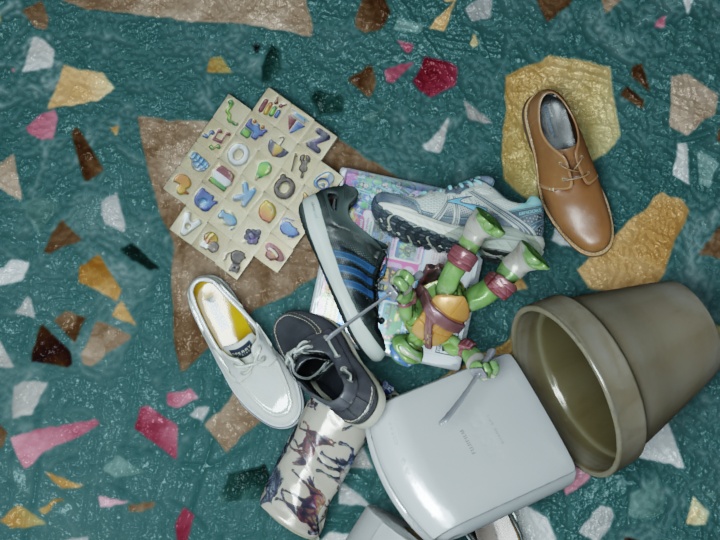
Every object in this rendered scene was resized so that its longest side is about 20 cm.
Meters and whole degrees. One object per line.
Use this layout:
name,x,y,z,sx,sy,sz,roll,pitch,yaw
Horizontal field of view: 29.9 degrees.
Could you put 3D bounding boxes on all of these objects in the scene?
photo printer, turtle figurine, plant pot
photo printer,0.111,0.193,1.453,0.199,0.070,0.167,-18,69,-26
turtle figurine,0.101,0.045,1.407,0.144,0.200,0.194,43,104,15
plant pot,0.289,0.098,1.462,0.173,0.200,0.201,-23,87,-17

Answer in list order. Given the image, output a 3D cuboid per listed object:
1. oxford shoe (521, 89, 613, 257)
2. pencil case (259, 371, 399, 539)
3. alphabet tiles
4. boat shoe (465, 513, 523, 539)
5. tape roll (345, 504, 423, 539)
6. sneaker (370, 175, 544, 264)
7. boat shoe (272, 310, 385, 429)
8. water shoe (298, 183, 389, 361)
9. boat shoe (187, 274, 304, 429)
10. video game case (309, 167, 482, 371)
oxford shoe,0.234,-0.109,1.520,0.071,0.071,0.201,-23,89,-3
pencil case,-0.036,0.200,1.496,0.089,0.078,0.201,29,87,-12
alphabet tiles,-0.123,-0.099,1.538,0.166,0.006,0.200,36,91,6
boat shoe,0.130,0.248,1.501,0.072,0.068,0.201,-25,84,-1
tape roll,0.055,0.360,1.427,0.202,0.203,0.139,33,87,2
sneaker,0.110,-0.065,1.500,0.199,0.078,0.087,14,75,-7
boat shoe,-0.046,0.095,1.451,0.073,0.063,0.200,-53,44,7
water shoe,0.000,0.000,1.489,0.079,0.072,0.201,-23,88,-4
boat shoe,-0.130,0.091,1.506,0.071,0.070,0.200,-30,87,-2
video game case,0.045,-0.002,1.536,0.181,0.024,0.201,12,88,1
